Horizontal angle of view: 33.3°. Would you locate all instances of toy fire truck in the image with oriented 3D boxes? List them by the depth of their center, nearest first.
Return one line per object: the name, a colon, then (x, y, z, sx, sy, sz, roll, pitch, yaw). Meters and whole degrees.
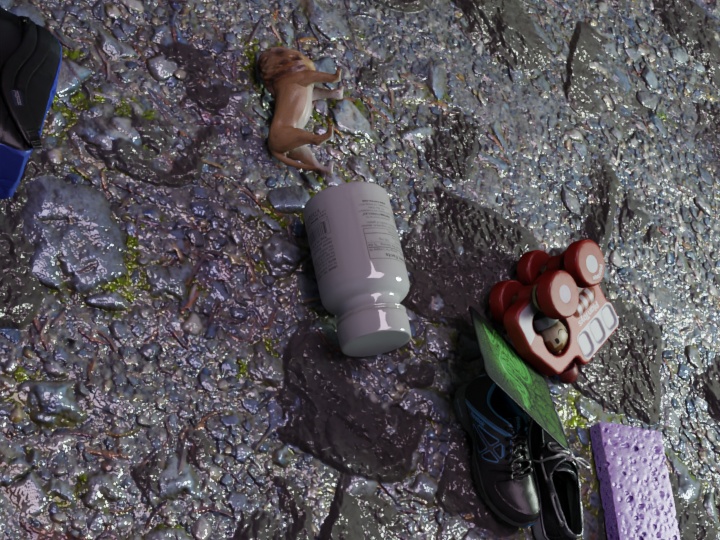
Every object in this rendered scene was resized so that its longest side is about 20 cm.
toy fire truck: (0.281, 0.063, 1.678, 0.200, 0.112, 0.168, -43, 110, -40)

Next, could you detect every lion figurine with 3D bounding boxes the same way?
lion figurine: (-0.089, -0.211, 1.603, 0.122, 0.073, 0.200, 4, 64, 7)

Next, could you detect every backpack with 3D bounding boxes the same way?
backpack: (-0.426, -0.187, 1.308, 0.162, 0.168, 0.200, 24, 49, -23)

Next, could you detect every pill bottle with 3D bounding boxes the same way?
pill bottle: (0.000, 0.000, 1.514, 0.114, 0.114, 0.200, 2, 64, -32)

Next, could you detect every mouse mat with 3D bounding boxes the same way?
mouse mat: (0.203, 0.136, 1.558, 0.161, 0.008, 0.200, 43, 15, -18)

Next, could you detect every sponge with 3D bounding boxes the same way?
sponge: (0.377, 0.310, 1.641, 0.111, 0.030, 0.200, 12, 59, -27)

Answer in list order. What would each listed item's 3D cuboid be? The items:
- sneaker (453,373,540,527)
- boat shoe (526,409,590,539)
sneaker: (0.181, 0.226, 1.526, 0.073, 0.082, 0.200, -11, 71, -36)
boat shoe: (0.255, 0.257, 1.565, 0.073, 0.068, 0.200, 19, 55, -23)
